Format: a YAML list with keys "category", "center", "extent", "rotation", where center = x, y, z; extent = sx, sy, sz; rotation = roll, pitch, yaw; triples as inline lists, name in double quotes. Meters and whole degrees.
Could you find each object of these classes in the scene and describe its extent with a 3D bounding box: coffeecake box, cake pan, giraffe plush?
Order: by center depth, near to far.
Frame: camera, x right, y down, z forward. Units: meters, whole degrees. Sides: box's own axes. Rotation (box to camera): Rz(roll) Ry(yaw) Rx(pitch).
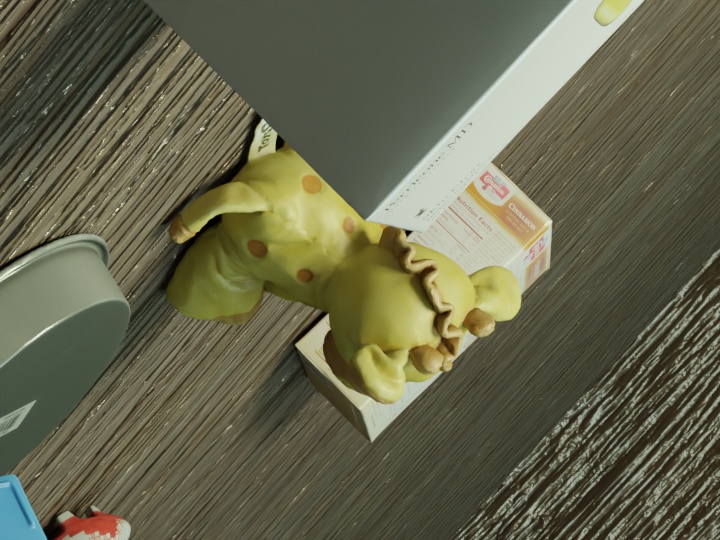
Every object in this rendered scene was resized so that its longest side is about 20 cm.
- category: "cake pan"
  center: [-0.193, 0.065, 1.344]
  extent: [0.200, 0.037, 0.200]
  rotation: [-43, 169, -11]
- category: "giraffe plush"
  center: [0.000, 0.000, 1.479]
  extent: [0.173, 0.162, 0.200]
  rotation: [-43, 169, -9]
- category: "coffeecake box"
  center: [0.051, 0.025, 1.970]
  extent: [0.200, 0.073, 0.154]
  rotation: [-44, 168, -7]

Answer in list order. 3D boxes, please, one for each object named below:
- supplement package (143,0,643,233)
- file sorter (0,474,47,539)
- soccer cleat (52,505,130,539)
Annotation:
- category: "supplement package"
  center: [0.030, -0.141, 1.118]
  extent: [0.200, 0.156, 0.111]
  rotation: [-47, 168, 9]
- category: "file sorter"
  center: [-0.247, 0.207, 1.278]
  extent: [0.200, 0.139, 0.123]
  rotation: [-10, 151, -41]
- category: "soccer cleat"
  center: [-0.206, 0.222, 1.719]
  extent: [0.069, 0.085, 0.200]
  rotation: [-53, 166, 31]
